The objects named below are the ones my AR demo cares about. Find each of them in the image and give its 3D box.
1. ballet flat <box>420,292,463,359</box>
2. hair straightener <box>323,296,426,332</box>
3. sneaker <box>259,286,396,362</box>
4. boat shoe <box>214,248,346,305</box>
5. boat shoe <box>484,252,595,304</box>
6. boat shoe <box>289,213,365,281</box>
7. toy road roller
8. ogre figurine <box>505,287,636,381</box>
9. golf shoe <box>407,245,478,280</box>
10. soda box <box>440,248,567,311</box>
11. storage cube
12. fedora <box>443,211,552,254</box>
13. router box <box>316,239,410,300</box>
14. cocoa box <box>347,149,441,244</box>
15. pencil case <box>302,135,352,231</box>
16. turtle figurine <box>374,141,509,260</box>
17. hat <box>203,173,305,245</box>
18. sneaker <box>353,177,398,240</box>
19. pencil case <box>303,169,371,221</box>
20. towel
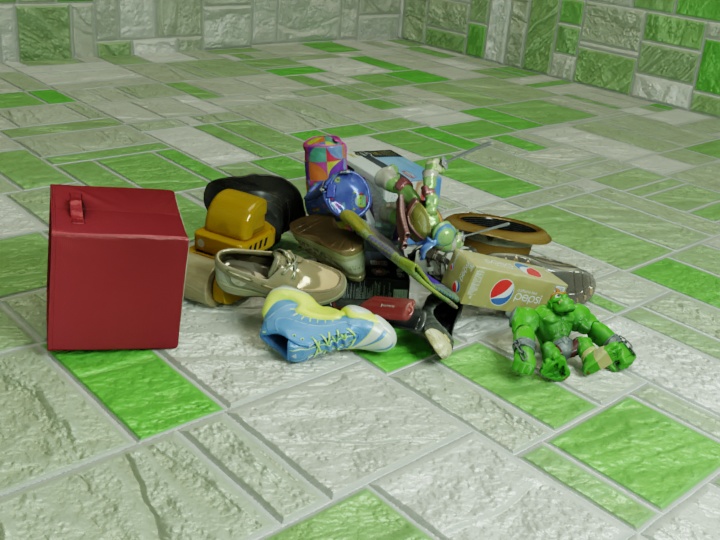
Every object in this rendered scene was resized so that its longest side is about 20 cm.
[{"bbox_3d":[0.123,0.072,1.316,0.056,0.067,0.200,-28,15,16],"label":"ballet flat"},{"bbox_3d":[0.016,0.072,1.311,0.198,0.077,0.041,-3,58,39],"label":"hair straightener"},{"bbox_3d":[-0.052,0.098,1.249,0.197,0.076,0.106,16,51,9],"label":"sneaker"},{"bbox_3d":[-0.118,0.005,1.306,0.197,0.065,0.073,8,55,0],"label":"boat shoe"},{"bbox_3d":[0.298,0.011,1.511,0.197,0.076,0.073,14,13,-1],"label":"boat shoe"},{"bbox_3d":[-0.055,-0.038,1.407,0.073,0.063,0.200,-23,28,-19],"label":"boat shoe"},{"bbox_3d":[-0.217,-0.043,1.417,0.121,0.148,0.200,16,25,24],"label":"toy road roller"},{"bbox_3d":[0.289,0.097,1.275,0.197,0.099,0.121,-16,46,-10],"label":"ogre figurine"},{"bbox_3d":[0.143,-0.004,1.502,0.093,0.079,0.200,-12,14,-14],"label":"golf shoe"},{"bbox_3d":[0.227,0.022,1.394,0.198,0.065,0.068,11,20,-33],"label":"soda box"},{"bbox_3d":[-0.347,-0.005,1.244,0.177,0.203,0.171,1,27,-20],"label":"storage cube"},{"bbox_3d":[0.240,-0.048,1.591,0.197,0.083,0.201,7,15,-2],"label":"fedora"},{"bbox_3d":[0.000,0.000,1.469,0.147,0.063,0.201,2,23,-4],"label":"router box"},{"bbox_3d":[0.049,-0.144,1.720,0.130,0.135,0.200,-8,26,-28],"label":"cocoa box"},{"bbox_3d":[-0.059,-0.148,1.640,0.087,0.203,0.089,-4,23,2],"label":"pencil case"},{"bbox_3d":[0.121,-0.106,1.402,0.193,0.201,0.144,31,-8,48],"label":"turtle figurine"},{"bbox_3d":[-0.189,-0.087,1.562,0.197,0.201,0.082,4,62,-3],"label":"hat"},{"bbox_3d":[0.029,-0.101,1.568,0.086,0.075,0.201,11,29,-10],"label":"sneaker"},{"bbox_3d":[-0.043,-0.122,1.502,0.086,0.079,0.200,15,-4,-14],"label":"pencil case"},{"bbox_3d":[0.057,-0.022,1.336,0.143,0.023,0.200,36,4,-44],"label":"towel"}]
